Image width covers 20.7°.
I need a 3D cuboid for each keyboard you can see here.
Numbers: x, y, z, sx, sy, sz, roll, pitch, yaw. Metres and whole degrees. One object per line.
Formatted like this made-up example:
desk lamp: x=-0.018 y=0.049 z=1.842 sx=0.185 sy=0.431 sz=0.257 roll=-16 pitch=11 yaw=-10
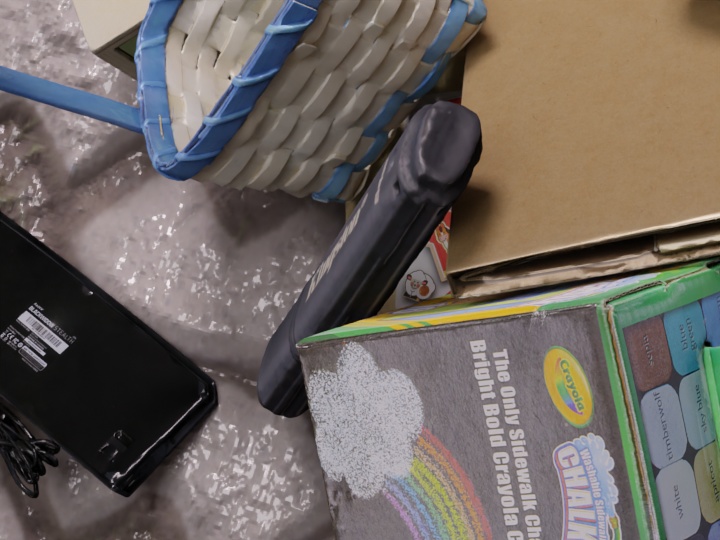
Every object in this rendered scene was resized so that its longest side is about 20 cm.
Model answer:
keyboard: x=-0.169 y=0.050 z=1.022 sx=0.200 sy=0.040 sz=0.104 roll=36 pitch=70 yaw=31

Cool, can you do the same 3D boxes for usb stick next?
usb stick: x=0.000 y=0.000 z=0.844 sx=0.033 sy=0.200 sz=0.055 roll=29 pitch=52 yaw=-5

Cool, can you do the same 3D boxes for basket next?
basket: x=-0.063 y=-0.124 z=0.874 sx=0.176 sy=0.200 sz=0.139 roll=-50 pitch=39 yaw=27

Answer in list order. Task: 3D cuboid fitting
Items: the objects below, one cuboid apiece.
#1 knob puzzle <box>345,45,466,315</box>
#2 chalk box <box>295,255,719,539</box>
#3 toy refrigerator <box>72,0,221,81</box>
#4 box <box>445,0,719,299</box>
knob puzzle: x=0.081 y=-0.054 z=0.917 sx=0.220 sy=0.030 sz=0.220 roll=-8 pitch=71 yaw=24
chalk box: x=0.096 y=0.065 z=0.778 sx=0.200 sy=0.124 sz=0.125 roll=-8 pitch=94 yaw=39
toy refrigerator: x=-0.044 y=-0.169 z=0.988 sx=0.200 sy=0.076 sz=0.070 roll=-29 pitch=65 yaw=16
box: x=0.120 y=-0.077 z=0.827 sx=0.163 sy=0.021 sz=0.200 roll=-12 pitch=42 yaw=18
